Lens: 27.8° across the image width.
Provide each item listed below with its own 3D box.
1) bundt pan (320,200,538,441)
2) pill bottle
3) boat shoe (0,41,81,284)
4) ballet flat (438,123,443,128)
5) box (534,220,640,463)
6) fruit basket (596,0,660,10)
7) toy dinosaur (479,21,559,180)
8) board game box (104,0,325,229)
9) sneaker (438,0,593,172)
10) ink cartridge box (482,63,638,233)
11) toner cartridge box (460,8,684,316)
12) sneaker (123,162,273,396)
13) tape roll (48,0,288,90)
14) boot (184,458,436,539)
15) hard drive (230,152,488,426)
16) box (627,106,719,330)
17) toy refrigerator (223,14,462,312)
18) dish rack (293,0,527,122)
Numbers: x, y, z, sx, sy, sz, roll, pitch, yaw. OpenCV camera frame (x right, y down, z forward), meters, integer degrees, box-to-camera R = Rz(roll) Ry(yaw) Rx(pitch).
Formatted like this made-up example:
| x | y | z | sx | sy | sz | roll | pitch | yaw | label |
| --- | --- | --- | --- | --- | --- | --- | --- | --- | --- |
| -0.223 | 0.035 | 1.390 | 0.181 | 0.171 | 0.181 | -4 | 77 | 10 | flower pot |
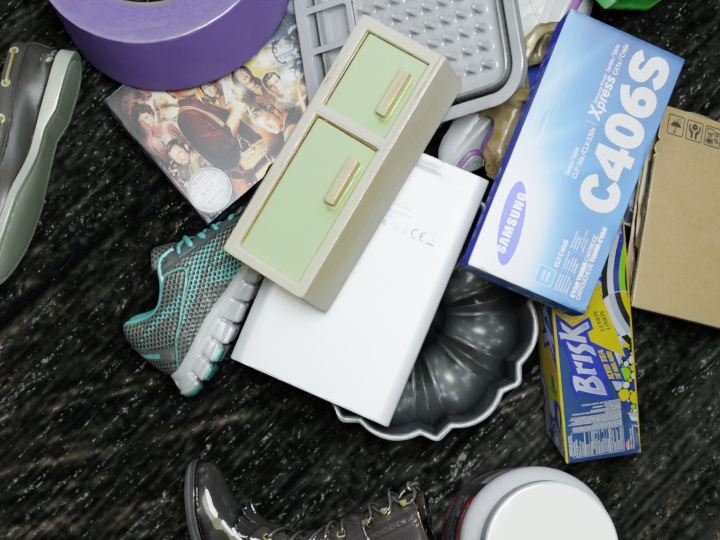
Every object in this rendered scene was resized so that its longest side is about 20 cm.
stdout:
| x | y | z | sx | sy | sz | roll | pitch | yaw | label |
| --- | --- | --- | --- | --- | --- | --- | --- | --- | --- |
| 0.041 | 0.035 | 1.162 | 0.199 | 0.076 | 0.204 | 0 | 83 | 1 | bundt pan |
| 0.125 | 0.204 | 1.083 | 0.114 | 0.200 | 0.117 | 0 | 81 | -3 | pill bottle |
| -0.283 | -0.089 | 1.174 | 0.060 | 0.072 | 0.203 | 15 | 74 | 4 | boat shoe |
| 0.044 | -0.212 | 1.207 | 0.062 | 0.067 | 0.202 | 10 | 72 | -18 | ballet flat |
| 0.174 | 0.042 | 1.139 | 0.064 | 0.070 | 0.202 | -8 | 106 | -5 | box |
| 0.199 | -0.314 | 1.183 | 0.093 | 0.185 | 0.202 | -25 | 84 | 31 | fruit basket |
| 0.117 | -0.167 | 1.132 | 0.100 | 0.058 | 0.202 | -13 | 74 | 21 | toy dinosaur |
| -0.094 | -0.150 | 1.207 | 0.200 | 0.035 | 0.136 | -42 | 86 | -8 | board game box |
| 0.111 | -0.170 | 1.214 | 0.099 | 0.075 | 0.201 | 29 | 81 | 21 | sneaker |
| 0.203 | -0.092 | 1.176 | 0.198 | 0.039 | 0.100 | 21 | 88 | -19 | ink cartridge box |
| 0.154 | -0.077 | 1.059 | 0.094 | 0.043 | 0.202 | 22 | 86 | -2 | toner cartridge box |
| -0.120 | -0.005 | 1.151 | 0.091 | 0.078 | 0.201 | 29 | 90 | 0 | sneaker |
| -0.158 | -0.254 | 1.172 | 0.198 | 0.085 | 0.202 | -2 | 71 | 5 | tape roll |
| -0.027 | 0.206 | 1.121 | 0.173 | 0.069 | 0.201 | -27 | 94 | 13 | boot |
| 0.000 | 0.000 | 1.114 | 0.131 | 0.025 | 0.202 | 23 | 86 | 4 | hard drive |
| 0.307 | -0.030 | 1.180 | 0.198 | 0.021 | 0.165 | 13 | 83 | -23 | box |
| -0.013 | -0.078 | 1.068 | 0.076 | 0.070 | 0.201 | 31 | 89 | 20 | toy refrigerator |
| 0.042 | -0.192 | 1.138 | 0.199 | 0.043 | 0.174 | -13 | 82 | 36 | dish rack |
